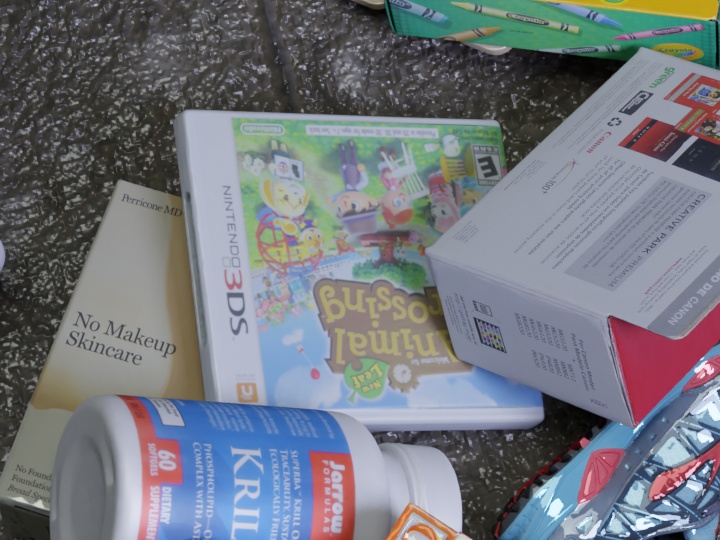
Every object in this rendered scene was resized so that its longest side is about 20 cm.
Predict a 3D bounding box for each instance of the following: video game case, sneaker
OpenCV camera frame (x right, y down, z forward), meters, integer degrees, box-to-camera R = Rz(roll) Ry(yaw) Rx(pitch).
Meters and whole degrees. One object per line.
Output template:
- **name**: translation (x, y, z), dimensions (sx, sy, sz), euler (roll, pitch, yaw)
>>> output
- **video game case**: translation (0.000, 0.000, 1.551), dimensions (0.199, 0.022, 0.183), euler (1, 70, -25)
- **sneaker**: translation (0.170, 0.111, 1.530), dimensions (0.200, 0.079, 0.096), euler (-40, 88, -10)

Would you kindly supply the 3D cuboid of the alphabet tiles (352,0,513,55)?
- **alphabet tiles**: translation (0.080, -0.224, 1.691), dimensions (0.199, 0.015, 0.196), euler (23, 68, 18)

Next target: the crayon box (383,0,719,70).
- **crayon box**: translation (0.122, -0.191, 1.626), dimensions (0.198, 0.058, 0.120), euler (8, 64, 12)

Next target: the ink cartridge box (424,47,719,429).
- **ink cartridge box**: translation (0.168, -0.015, 1.511), dimensions (0.175, 0.084, 0.200), euler (21, 52, 40)

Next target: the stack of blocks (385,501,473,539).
- **stack of blocks**: translation (0.022, 0.231, 1.373), dimensions (0.115, 0.059, 0.201), euler (31, 87, 13)

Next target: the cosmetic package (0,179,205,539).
- **cosmetic package**: translation (-0.120, 0.061, 1.553), dimensions (0.104, 0.071, 0.201), euler (15, 68, 8)

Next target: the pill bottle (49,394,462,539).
- **pill bottle**: translation (-0.052, 0.126, 1.446), dimensions (0.199, 0.112, 0.113), euler (5, 63, -26)

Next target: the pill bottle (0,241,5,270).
- **pill bottle**: translation (-0.286, 0.050, 1.545), dimensions (0.108, 0.109, 0.201), euler (21, 68, 11)
